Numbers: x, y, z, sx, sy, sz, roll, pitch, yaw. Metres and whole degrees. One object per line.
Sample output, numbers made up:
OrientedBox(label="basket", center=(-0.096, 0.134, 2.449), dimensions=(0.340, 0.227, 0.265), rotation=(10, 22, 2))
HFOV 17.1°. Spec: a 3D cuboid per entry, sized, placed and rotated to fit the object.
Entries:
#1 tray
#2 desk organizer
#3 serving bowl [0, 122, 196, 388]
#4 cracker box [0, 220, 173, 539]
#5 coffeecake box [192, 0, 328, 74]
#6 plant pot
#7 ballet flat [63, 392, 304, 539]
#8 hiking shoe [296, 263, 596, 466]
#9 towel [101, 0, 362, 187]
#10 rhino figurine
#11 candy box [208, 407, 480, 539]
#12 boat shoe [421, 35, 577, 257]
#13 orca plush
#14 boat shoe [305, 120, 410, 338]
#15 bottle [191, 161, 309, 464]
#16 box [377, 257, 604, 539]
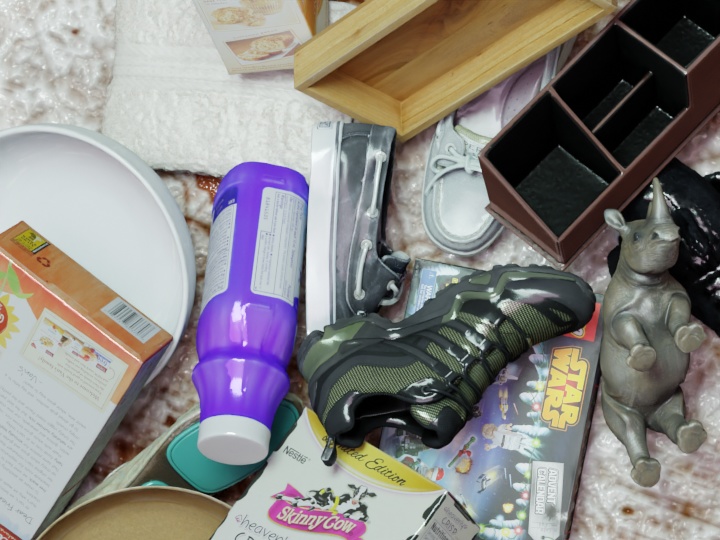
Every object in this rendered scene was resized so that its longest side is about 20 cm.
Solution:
OrientedBox(label="tray", center=(0.059, -0.156, 1.542), dimensions=(0.200, 0.098, 0.037), rotation=(-31, 48, 39))
OrientedBox(label="desk organizer", center=(0.168, -0.105, 1.550), dimensions=(0.072, 0.077, 0.200), rotation=(39, 77, 25))
OrientedBox(label="serving bowl", center=(-0.198, -0.010, 1.653), dimensions=(0.199, 0.066, 0.201), rotation=(6, 110, 18))
OrientedBox(label="cracker box", center=(-0.234, 0.086, 1.629), dimensions=(0.134, 0.058, 0.200), rotation=(37, 116, 6))
OrientedBox(label="coffeecake box", center=(-0.076, -0.245, 1.563), dimensions=(0.073, 0.200, 0.154), rotation=(-5, 64, 11))
OrientedBox(label="plant pot", center=(-0.143, 0.237, 1.626), dimensions=(0.199, 0.027, 0.201), rotation=(-2, 103, -7))
OrientedBox(label="ballet flat", center=(-0.129, 0.131, 1.645), dimensions=(0.200, 0.062, 0.068), rotation=(-36, 122, 6))
OrientedBox(label="hiking shoe", center=(0.062, 0.066, 1.543), dimensions=(0.199, 0.076, 0.101), rotation=(-19, 58, 9))
OrientedBox(label="towel", center=(-0.083, -0.127, 1.664), dimensions=(0.199, 0.034, 0.133), rotation=(6, 87, 13))
OrientedBox(label="rhino figurine", center=(0.185, 0.032, 1.541), dimensions=(0.059, 0.088, 0.201), rotation=(-7, 117, -8))
OrientedBox(label="candy box", center=(-0.036, 0.205, 1.544), dimensions=(0.136, 0.061, 0.200), rotation=(27, 74, 38))
OrientedBox(label="boat shoe", center=(0.092, -0.108, 1.609), dimensions=(0.074, 0.065, 0.203), rotation=(25, 92, 13))
OrientedBox(label="orca plush", center=(0.215, -0.001, 1.572), dimensions=(0.105, 0.071, 0.201), rotation=(-20, 83, 11))
OrientedBox(label="boat shoe", center=(0.000, 0.000, 1.613), dimensions=(0.067, 0.072, 0.201), rotation=(2, 97, 5))
OrientedBox(label="bottle", center=(-0.074, 0.029, 1.593), dimensions=(0.065, 0.084, 0.201), rotation=(11, 60, -10))
OrientedBox(label="box", center=(0.085, 0.102, 1.611), dimensions=(0.136, 0.040, 0.201), rotation=(10, 89, 12))
